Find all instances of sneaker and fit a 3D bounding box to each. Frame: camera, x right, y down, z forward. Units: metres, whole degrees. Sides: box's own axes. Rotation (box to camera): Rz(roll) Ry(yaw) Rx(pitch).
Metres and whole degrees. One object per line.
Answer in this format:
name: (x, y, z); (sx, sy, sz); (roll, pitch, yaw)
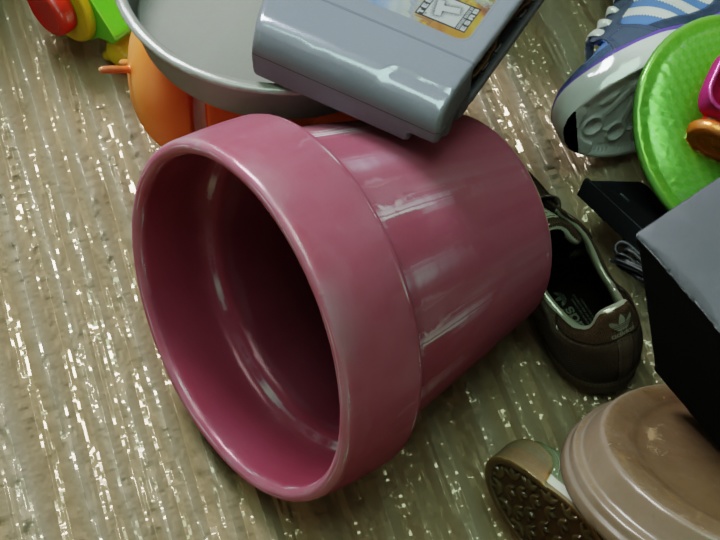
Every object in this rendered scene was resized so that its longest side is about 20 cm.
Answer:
sneaker: (0.105, -0.023, 0.978); (0.070, 0.076, 0.201); (-28, 60, -17)
sneaker: (0.164, 0.149, 0.873); (0.089, 0.068, 0.200); (-32, 59, -31)
sneaker: (0.179, -0.166, 1.080); (0.199, 0.081, 0.147); (-28, 51, -13)

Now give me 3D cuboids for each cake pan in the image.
cake pan: (-0.044, -0.162, 0.955); (0.197, 0.037, 0.202); (1, 51, -2)

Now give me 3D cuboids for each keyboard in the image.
keyboard: (0.198, 0.015, 0.949); (0.200, 0.021, 0.126); (46, 26, 27)

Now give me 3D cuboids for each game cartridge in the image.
game cartridge: (0.030, -0.161, 0.913); (0.132, 0.042, 0.201); (27, 54, 12)

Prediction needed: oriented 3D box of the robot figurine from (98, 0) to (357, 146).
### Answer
robot figurine: (-0.058, -0.125, 1.024); (0.197, 0.117, 0.145); (1, 55, 1)

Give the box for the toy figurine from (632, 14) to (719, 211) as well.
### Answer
toy figurine: (0.277, -0.090, 0.920); (0.199, 0.184, 0.151); (30, 71, -7)

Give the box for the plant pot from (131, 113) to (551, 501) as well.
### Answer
plant pot: (0.000, 0.000, 0.907); (0.178, 0.201, 0.200); (-22, 57, -32)

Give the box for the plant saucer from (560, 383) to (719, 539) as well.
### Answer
plant saucer: (0.201, 0.113, 0.852); (0.197, 0.030, 0.201); (11, 24, -5)

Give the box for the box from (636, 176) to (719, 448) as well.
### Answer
box: (0.240, -0.012, 0.810); (0.199, 0.142, 0.079); (-33, 55, -6)

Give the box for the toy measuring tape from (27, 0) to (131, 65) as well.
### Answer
toy measuring tape: (-0.205, -0.220, 1.082); (0.073, 0.073, 0.201); (-37, 104, -23)
